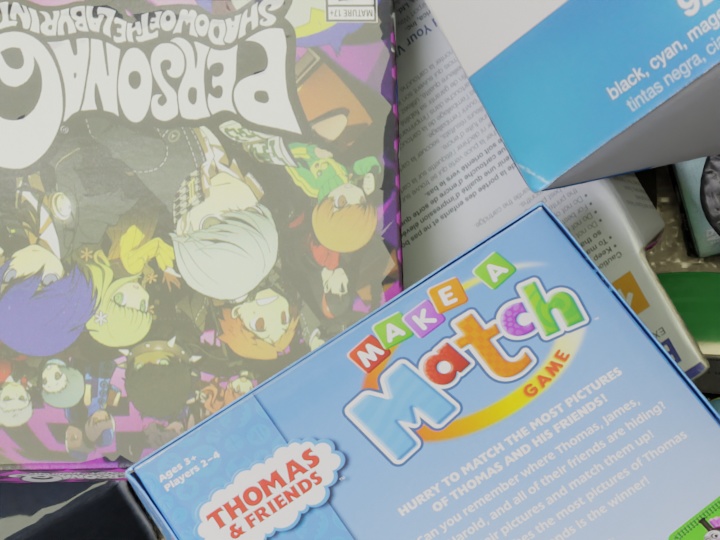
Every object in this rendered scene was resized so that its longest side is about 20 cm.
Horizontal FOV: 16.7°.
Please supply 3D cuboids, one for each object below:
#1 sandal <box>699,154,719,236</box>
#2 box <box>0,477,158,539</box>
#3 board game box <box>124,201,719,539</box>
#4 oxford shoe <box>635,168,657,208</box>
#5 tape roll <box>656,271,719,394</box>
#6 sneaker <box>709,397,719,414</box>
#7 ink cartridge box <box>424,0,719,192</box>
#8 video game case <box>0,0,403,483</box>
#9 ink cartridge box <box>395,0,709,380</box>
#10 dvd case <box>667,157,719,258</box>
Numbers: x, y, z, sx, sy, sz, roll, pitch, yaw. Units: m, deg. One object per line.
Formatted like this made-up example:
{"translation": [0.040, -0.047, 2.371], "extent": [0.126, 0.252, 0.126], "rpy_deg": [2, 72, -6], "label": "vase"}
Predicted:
{"translation": [0.215, -0.001, 0.863], "extent": [0.200, 0.048, 0.075], "rpy_deg": [33, 105, 8], "label": "sandal"}
{"translation": [-0.194, 0.072, 0.836], "extent": [0.200, 0.107, 0.149], "rpy_deg": [-30, 73, -6], "label": "box"}
{"translation": [0.047, 0.094, 0.692], "extent": [0.151, 0.037, 0.200], "rpy_deg": [-32, 60, -8], "label": "board game box"}
{"translation": [0.047, -0.090, 0.881], "extent": [0.071, 0.071, 0.201], "rpy_deg": [-29, 77, 27], "label": "oxford shoe"}
{"translation": [0.114, 0.102, 0.842], "extent": [0.200, 0.048, 0.201], "rpy_deg": [-1, 72, 2], "label": "tape roll"}
{"translation": [0.188, 0.092, 0.777], "extent": [0.199, 0.080, 0.131], "rpy_deg": [15, 74, 6], "label": "sneaker"}
{"translation": [0.091, -0.151, 0.776], "extent": [0.145, 0.147, 0.200], "rpy_deg": [-36, 78, 34], "label": "ink cartridge box"}
{"translation": [-0.086, -0.024, 0.781], "extent": [0.199, 0.036, 0.182], "rpy_deg": [0, 78, -3], "label": "video game case"}
{"translation": [0.000, 0.000, 0.841], "extent": [0.196, 0.043, 0.200], "rpy_deg": [-35, 73, 23], "label": "ink cartridge box"}
{"translation": [0.162, -0.119, 0.882], "extent": [0.145, 0.022, 0.201], "rpy_deg": [-15, 92, 7], "label": "dvd case"}
